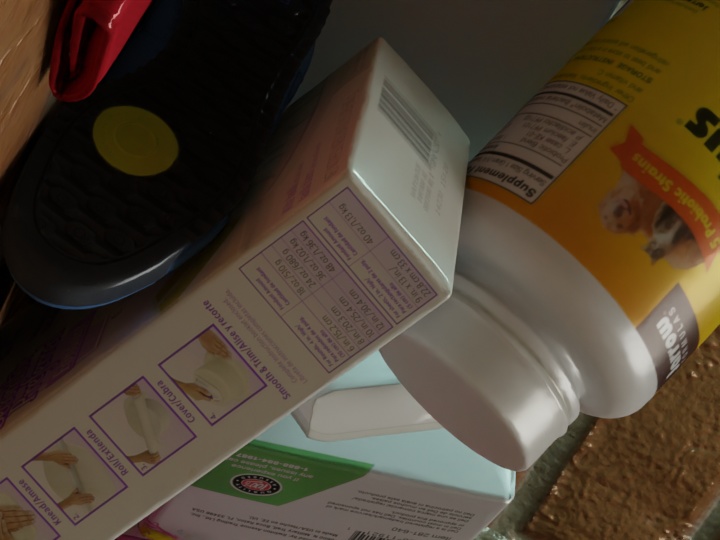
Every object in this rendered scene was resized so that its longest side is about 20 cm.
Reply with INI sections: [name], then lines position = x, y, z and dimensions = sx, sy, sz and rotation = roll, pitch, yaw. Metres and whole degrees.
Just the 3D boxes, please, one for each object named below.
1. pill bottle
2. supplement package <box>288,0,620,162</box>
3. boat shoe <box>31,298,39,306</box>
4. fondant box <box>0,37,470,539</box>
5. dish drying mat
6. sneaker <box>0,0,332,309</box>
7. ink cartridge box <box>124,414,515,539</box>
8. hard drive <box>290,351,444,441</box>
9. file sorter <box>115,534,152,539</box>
[pill bottle]
position = 0.099, -0.022, 0.920
dimensions = 0.200, 0.109, 0.109
rotation = -46, 176, -15
[supplement package]
position = 0.029, -0.128, 1.053
dimensions = 0.152, 0.150, 0.200
rotation = -60, -179, 15
[boat shoe]
position = -0.106, 0.017, 1.023
dimensions = 0.200, 0.076, 0.074
rotation = 107, -24, -45
[fondant box]
position = -0.057, 0.016, 0.874
dimensions = 0.200, 0.058, 0.144
rotation = -37, -165, 18
[dish drying mat]
position = -0.039, -0.144, 0.756
dimensions = 0.200, 0.018, 0.077
rotation = -62, -179, -20
[sneaker]
position = -0.070, -0.040, 0.857
dimensions = 0.078, 0.066, 0.200
rotation = -55, -176, 44
[ink cartridge box]
position = -0.032, 0.100, 1.155
dimensions = 0.200, 0.145, 0.084
rotation = 127, -28, -53
[hard drive]
position = 0.000, 0.000, 1.027
dimensions = 0.200, 0.132, 0.026
rotation = -129, -139, -50
[file sorter]
position = -0.113, 0.176, 1.014
dimensions = 0.200, 0.125, 0.139
rotation = 100, 0, -86
